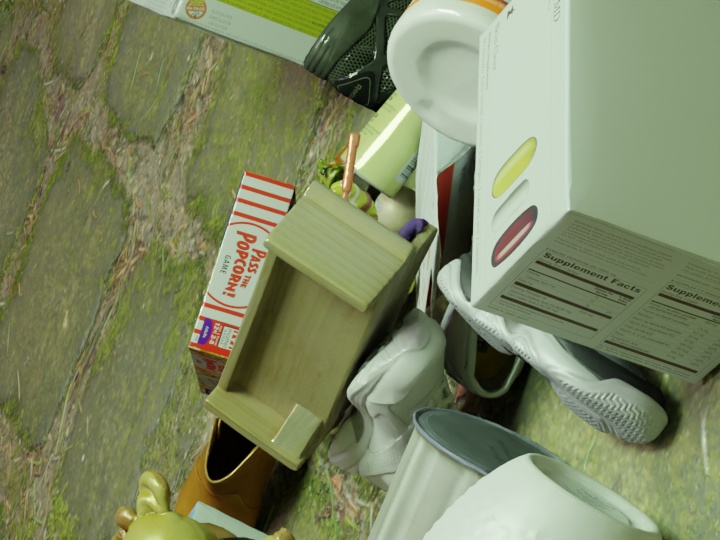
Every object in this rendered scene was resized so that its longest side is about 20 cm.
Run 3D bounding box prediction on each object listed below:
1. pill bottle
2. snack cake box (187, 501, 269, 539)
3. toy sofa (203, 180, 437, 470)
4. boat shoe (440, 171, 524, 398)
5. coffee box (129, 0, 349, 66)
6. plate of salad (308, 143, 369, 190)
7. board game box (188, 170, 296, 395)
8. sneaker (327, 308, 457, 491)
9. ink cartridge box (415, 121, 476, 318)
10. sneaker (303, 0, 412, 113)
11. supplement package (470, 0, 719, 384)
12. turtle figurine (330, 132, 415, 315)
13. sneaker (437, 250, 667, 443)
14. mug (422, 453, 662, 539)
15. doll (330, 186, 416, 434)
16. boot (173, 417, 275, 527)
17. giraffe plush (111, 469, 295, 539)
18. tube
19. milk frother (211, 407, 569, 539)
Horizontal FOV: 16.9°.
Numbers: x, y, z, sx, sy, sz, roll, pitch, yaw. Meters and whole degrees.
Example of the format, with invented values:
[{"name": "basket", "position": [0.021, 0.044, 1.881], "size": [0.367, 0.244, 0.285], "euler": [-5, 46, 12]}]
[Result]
[{"name": "pill bottle", "position": [0.109, -0.184, 1.600], "size": [0.200, 0.114, 0.114], "euler": [-56, 8, -37]}, {"name": "snack cake box", "position": [-0.123, 0.282, 1.871], "size": [0.200, 0.115, 0.067], "euler": [-57, 11, 37]}, {"name": "toy sofa", "position": [-0.028, 0.031, 1.609], "size": [0.098, 0.083, 0.200], "euler": [-49, -12, -39]}, {"name": "boat shoe", "position": [0.105, -0.010, 1.605], "size": [0.086, 0.074, 0.203], "euler": [-135, 62, -67]}, {"name": "coffee box", "position": [-0.060, -0.283, 2.066], "size": [0.198, 0.199, 0.200], "euler": [-70, 21, 5]}, {"name": "plate of salad", "position": [-0.037, -0.016, 1.943], "size": [0.200, 0.048, 0.201], "euler": [-159, 90, -89]}, {"name": "board game box", "position": [-0.095, 0.019, 2.009], "size": [0.200, 0.046, 0.152], "euler": [93, -166, -77]}, {"name": "sneaker", "position": [0.044, 0.098, 1.635], "size": [0.078, 0.099, 0.200], "euler": [-50, -12, -24]}, {"name": "ink cartridge box", "position": [0.067, -0.042, 1.689], "size": [0.162, 0.050, 0.201], "euler": [95, 174, -53]}, {"name": "sneaker", "position": [0.052, -0.194, 1.910], "size": [0.200, 0.114, 0.076], "euler": [-52, 3, -33]}, {"name": "supplement package", "position": [0.157, -0.064, 1.400], "size": [0.111, 0.155, 0.201], "euler": [-47, 32, 48]}, {"name": "turtle figurine", "position": [0.000, 0.000, 1.764], "size": [0.161, 0.064, 0.201], "euler": [-4, 100, 64]}, {"name": "sneaker", "position": [0.139, 0.018, 1.486], "size": [0.114, 0.075, 0.200], "euler": [-47, 45, -4]}, {"name": "mug", "position": [0.106, 0.212, 1.357], "size": [0.200, 0.147, 0.176], "euler": [35, 100, 37]}, {"name": "doll", "position": [0.003, 0.027, 1.866], "size": [0.137, 0.048, 0.201], "euler": [-103, 35, -67]}, {"name": "boot", "position": [-0.113, 0.171, 1.953], "size": [0.144, 0.071, 0.202], "euler": [26, -91, -84]}, {"name": "giraffe plush", "position": [-0.108, 0.234, 1.712], "size": [0.162, 0.200, 0.173], "euler": [28, 80, 41]}, {"name": "tube", "position": [0.064, -0.147, 1.809], "size": [0.200, 0.052, 0.058], "euler": [-51, 52, 3]}, {"name": "milk frother", "position": [0.007, 0.172, 1.530], "size": [0.181, 0.199, 0.189], "euler": [-125, 56, -69]}]
